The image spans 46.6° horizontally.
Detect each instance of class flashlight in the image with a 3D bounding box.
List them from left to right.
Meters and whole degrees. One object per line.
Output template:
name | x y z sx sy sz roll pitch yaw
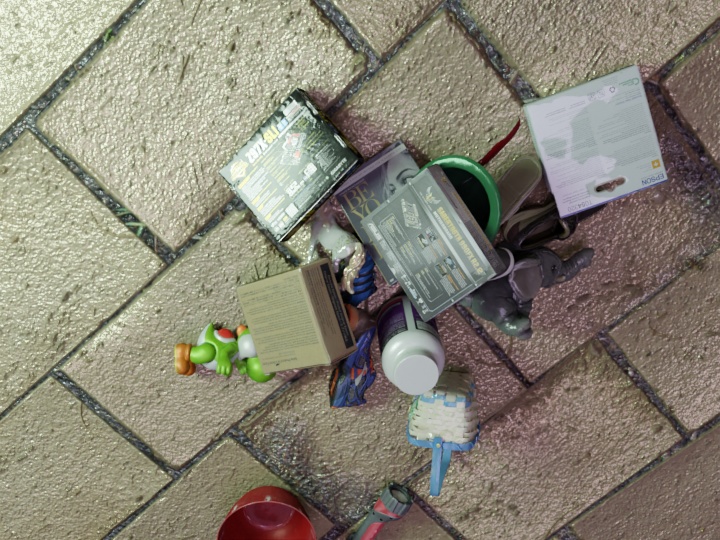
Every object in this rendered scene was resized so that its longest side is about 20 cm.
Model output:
flashlight | 0.035 0.534 1.731 0.067 0.068 0.202 24 109 -16

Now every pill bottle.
pill bottle | 0.088 0.133 1.481 0.110 0.201 0.114 -1 115 -2

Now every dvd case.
dvd case | 0.059 -0.098 1.416 0.148 0.016 0.202 -32 85 0

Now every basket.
basket | 0.158 0.300 1.582 0.137 0.176 0.204 1 101 12

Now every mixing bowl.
mixing bowl | -0.187 0.511 1.685 0.196 0.109 0.203 -2 115 -3

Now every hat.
hat | 0.196 -0.126 1.403 0.199 0.175 0.167 -31 88 34

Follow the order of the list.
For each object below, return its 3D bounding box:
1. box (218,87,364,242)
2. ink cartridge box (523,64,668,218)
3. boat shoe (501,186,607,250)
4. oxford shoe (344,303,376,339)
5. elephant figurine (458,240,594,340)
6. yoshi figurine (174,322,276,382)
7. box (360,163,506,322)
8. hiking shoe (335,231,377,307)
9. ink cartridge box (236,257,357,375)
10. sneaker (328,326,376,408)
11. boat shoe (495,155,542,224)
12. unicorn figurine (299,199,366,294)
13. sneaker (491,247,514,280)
box | -0.115 -0.171 1.384 0.200 0.049 0.160 -44 81 15
ink cartridge box | 0.395 -0.216 1.408 0.193 0.043 0.203 -18 101 4
boat shoe | 0.347 -0.083 1.456 0.197 0.065 0.074 -23 137 -3
oxford shoe | -0.051 0.116 1.508 0.072 0.073 0.199 14 157 -36
elephant figurine | 0.292 0.008 1.490 0.154 0.141 0.202 12 111 -53
yoshi figurine | -0.235 0.169 1.538 0.196 0.113 0.113 -8 131 -2
box | 0.113 -0.043 1.341 0.158 0.048 0.201 -37 84 32
hiking shoe | 0.000 0.000 1.495 0.086 0.075 0.201 23 121 -21
ink cartridge box | -0.112 0.081 1.433 0.199 0.075 0.167 -15 95 48
sneaker | -0.003 0.175 1.574 0.077 0.076 0.202 8 122 -16
boat shoe | 0.233 -0.110 1.437 0.199 0.068 0.075 -39 76 6
unicorn figurine | -0.060 -0.056 1.443 0.199 0.074 0.139 31 113 22
sneaker | 0.156 0.005 1.434 0.198 0.072 0.099 -26 156 30
